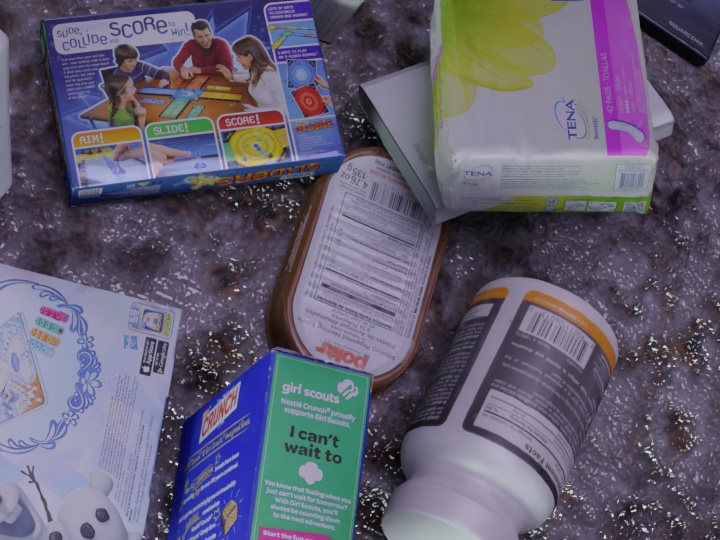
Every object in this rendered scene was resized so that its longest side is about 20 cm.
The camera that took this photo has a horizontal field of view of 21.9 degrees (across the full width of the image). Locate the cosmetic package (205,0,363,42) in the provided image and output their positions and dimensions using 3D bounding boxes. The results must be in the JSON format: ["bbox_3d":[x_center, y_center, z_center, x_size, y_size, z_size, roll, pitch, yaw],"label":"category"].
[{"bbox_3d":[-0.092,-0.262,1.399,0.199,0.085,0.108,17,64,-15],"label":"cosmetic package"}]

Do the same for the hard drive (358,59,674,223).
[{"bbox_3d":[0.116,-0.121,1.396,0.199,0.026,0.132,-21,57,-15],"label":"hard drive"}]

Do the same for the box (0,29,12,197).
[{"bbox_3d":[-0.349,-0.083,1.142,0.199,0.172,0.200,31,59,9],"label":"box"}]

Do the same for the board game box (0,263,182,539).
[{"bbox_3d":[-0.231,0.097,1.216,0.198,0.043,0.201,16,64,-16],"label":"board game box"}]

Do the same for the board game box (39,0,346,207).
[{"bbox_3d":[-0.121,-0.126,1.340,0.199,0.034,0.136,-7,72,-15],"label":"board game box"}]

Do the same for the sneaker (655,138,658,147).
[{"bbox_3d":[0.155,-0.120,1.462,0.074,0.082,0.200,-25,58,-18],"label":"sneaker"}]

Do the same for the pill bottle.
[{"bbox_3d":[0.097,0.113,1.310,0.116,0.116,0.200,33,61,-8],"label":"pill bottle"}]

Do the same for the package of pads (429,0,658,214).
[{"bbox_3d":[0.127,-0.134,1.347,0.154,0.068,0.201,0,53,-2],"label":"package of pads"}]

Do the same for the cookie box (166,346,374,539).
[{"bbox_3d":[-0.066,0.172,1.184,0.075,0.171,0.201,15,64,-20],"label":"cookie box"}]

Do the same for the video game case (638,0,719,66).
[{"bbox_3d":[0.271,-0.288,1.604,0.143,0.019,0.200,32,61,-8],"label":"video game case"}]

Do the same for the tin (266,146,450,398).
[{"bbox_3d":[0.000,0.000,1.360,0.112,0.042,0.201,21,63,-9],"label":"tin"}]
